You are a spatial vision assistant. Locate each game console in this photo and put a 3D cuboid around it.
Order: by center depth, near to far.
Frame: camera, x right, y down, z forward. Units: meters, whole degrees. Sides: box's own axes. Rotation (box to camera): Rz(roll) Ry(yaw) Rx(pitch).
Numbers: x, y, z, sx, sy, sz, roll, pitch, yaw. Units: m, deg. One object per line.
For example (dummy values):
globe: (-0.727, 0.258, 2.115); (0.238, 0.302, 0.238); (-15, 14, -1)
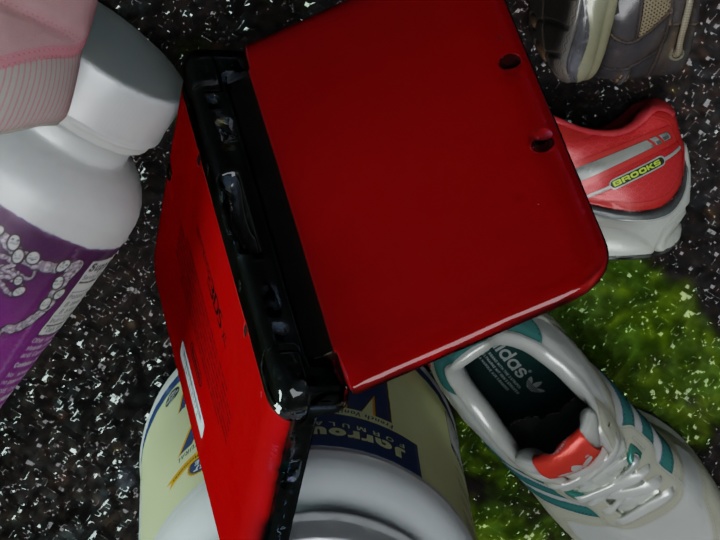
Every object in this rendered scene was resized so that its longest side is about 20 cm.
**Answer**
game console: (0.000, 0.000, 1.150); (0.118, 0.200, 0.173); (-1, 132, -15)

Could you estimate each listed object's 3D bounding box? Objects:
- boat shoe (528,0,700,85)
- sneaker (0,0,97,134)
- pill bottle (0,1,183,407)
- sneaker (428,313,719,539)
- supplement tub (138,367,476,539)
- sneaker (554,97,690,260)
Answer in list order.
boat shoe: (0.128, -0.169, 1.222); (0.073, 0.075, 0.200); (6, 121, -18)
sneaker: (-0.186, -0.094, 1.106); (0.200, 0.075, 0.105); (5, 92, -37)
pill bottle: (-0.162, -0.020, 1.240); (0.112, 0.112, 0.200); (32, 108, -16)
sneaker: (0.094, 0.081, 1.309); (0.070, 0.093, 0.200); (-38, 110, 13)
supplement tub: (-0.023, 0.119, 1.260); (0.145, 0.200, 0.145); (-1, 114, -3)
sneaker: (0.041, -0.050, 1.273); (0.200, 0.077, 0.085); (2, 93, -5)
